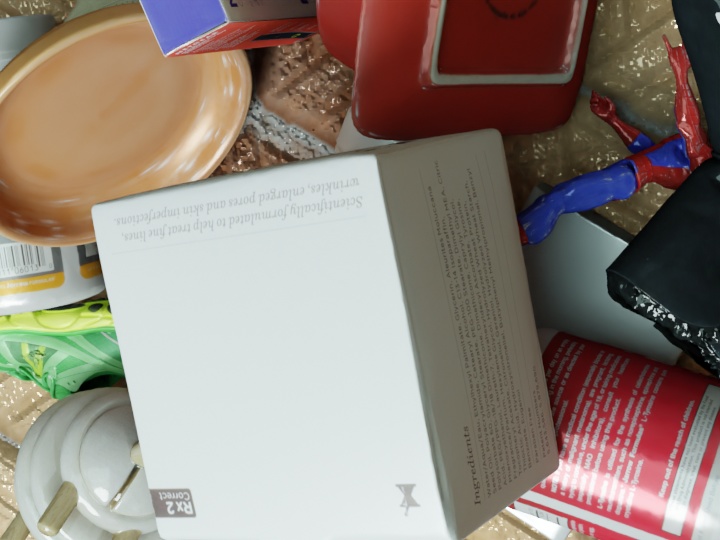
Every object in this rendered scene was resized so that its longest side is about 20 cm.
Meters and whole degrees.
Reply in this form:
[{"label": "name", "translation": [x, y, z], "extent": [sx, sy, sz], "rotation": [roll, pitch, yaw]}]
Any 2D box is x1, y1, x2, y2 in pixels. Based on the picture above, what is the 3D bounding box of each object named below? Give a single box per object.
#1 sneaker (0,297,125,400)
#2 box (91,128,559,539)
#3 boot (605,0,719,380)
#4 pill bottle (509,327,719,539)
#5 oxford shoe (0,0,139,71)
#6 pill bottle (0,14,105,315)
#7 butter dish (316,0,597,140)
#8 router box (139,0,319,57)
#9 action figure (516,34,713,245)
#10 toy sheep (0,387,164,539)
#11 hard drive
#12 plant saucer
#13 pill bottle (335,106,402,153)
[{"label": "sneaker", "translation": [-0.228, 0.066, 1.050], "extent": [0.199, 0.074, 0.084], "rotation": [-4, 96, 24]}, {"label": "box", "translation": [-0.018, 0.037, 0.781], "extent": [0.198, 0.131, 0.201], "rotation": [-7, 98, 34]}, {"label": "boot", "translation": [0.195, -0.051, 0.775], "extent": [0.168, 0.076, 0.200], "rotation": [-47, 114, -1]}, {"label": "pill bottle", "translation": [0.140, 0.100, 0.845], "extent": [0.199, 0.112, 0.113], "rotation": [17, 108, 19]}, {"label": "oxford shoe", "translation": [-0.175, -0.153, 0.944], "extent": [0.199, 0.071, 0.074], "rotation": [-27, 80, -17]}, {"label": "pill bottle", "translation": [-0.249, -0.075, 1.005], "extent": [0.116, 0.116, 0.201], "rotation": [-3, 99, 24]}, {"label": "butter dish", "translation": [0.042, -0.189, 0.834], "extent": [0.148, 0.199, 0.200], "rotation": [27, 115, 42]}, {"label": "router box", "translation": [-0.097, -0.234, 0.866], "extent": [0.049, 0.179, 0.201], "rotation": [-23, 92, 24]}, {"label": "action figure", "translation": [0.137, -0.075, 0.838], "extent": [0.199, 0.065, 0.099], "rotation": [-16, 92, -5]}, {"label": "toy sheep", "translation": [-0.176, 0.145, 0.979], "extent": [0.200, 0.138, 0.138], "rotation": [-23, 92, 53]}, {"label": "hard drive", "translation": [0.125, 0.062, 0.920], "extent": [0.132, 0.027, 0.201], "rotation": [32, 113, 14]}, {"label": "plant saucer", "translation": [-0.165, -0.097, 0.911], "extent": [0.200, 0.200, 0.038], "rotation": [-50, 58, 24]}, {"label": "pill bottle", "translation": [0.000, 0.000, 0.914], "extent": [0.111, 0.111, 0.201], "rotation": [26, 111, 17]}]
